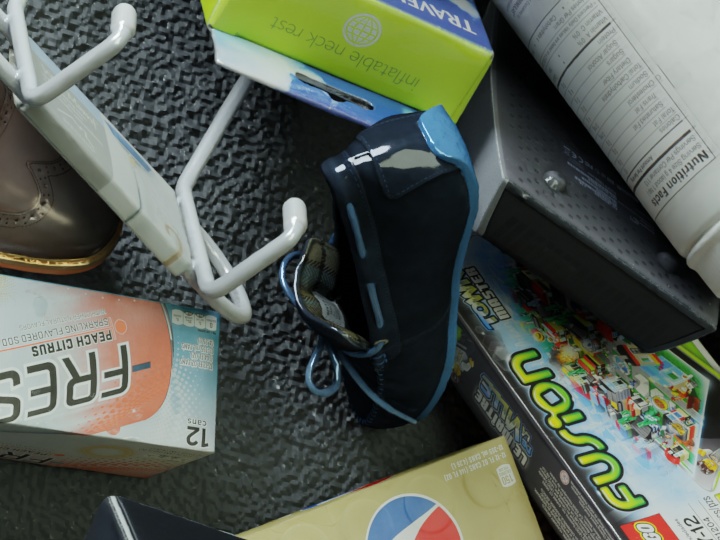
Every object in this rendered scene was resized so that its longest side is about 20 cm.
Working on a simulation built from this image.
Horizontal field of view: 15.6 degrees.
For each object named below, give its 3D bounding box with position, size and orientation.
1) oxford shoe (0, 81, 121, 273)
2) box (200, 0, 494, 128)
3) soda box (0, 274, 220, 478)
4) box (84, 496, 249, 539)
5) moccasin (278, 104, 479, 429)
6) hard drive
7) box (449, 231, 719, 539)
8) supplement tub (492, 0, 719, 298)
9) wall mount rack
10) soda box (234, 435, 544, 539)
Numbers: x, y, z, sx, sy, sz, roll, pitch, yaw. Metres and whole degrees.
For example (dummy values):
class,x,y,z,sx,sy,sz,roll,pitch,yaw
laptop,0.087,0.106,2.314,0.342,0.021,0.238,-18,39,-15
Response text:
class,x,y,z,sx,sy,sz,roll,pitch,yaw
oxford shoe,-0.178,-0.064,1.082,0.200,0.073,0.071,31,63,-19
box,-0.016,-0.137,1.155,0.122,0.048,0.200,20,29,-23
soda box,-0.158,0.038,1.075,0.200,0.068,0.064,10,72,-28
box,-0.062,0.223,0.958,0.124,0.200,0.197,22,105,-24
moccasin,0.000,0.000,1.119,0.068,0.200,0.081,-16,53,-16
hard drive,0.102,-0.049,1.211,0.135,0.042,0.200,34,28,-18
box,0.111,0.060,1.188,0.110,0.035,0.200,-15,55,-32
supplement tub,0.147,-0.104,1.137,0.132,0.132,0.200,-30,78,-32
wall mount rack,-0.087,-0.079,1.096,0.075,0.174,0.200,-35,120,10
soda box,-0.019,0.136,1.131,0.200,0.064,0.068,-18,86,-33
